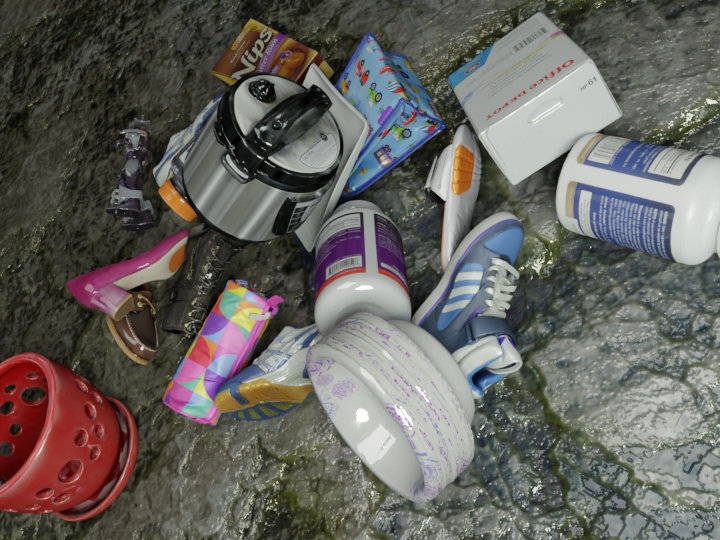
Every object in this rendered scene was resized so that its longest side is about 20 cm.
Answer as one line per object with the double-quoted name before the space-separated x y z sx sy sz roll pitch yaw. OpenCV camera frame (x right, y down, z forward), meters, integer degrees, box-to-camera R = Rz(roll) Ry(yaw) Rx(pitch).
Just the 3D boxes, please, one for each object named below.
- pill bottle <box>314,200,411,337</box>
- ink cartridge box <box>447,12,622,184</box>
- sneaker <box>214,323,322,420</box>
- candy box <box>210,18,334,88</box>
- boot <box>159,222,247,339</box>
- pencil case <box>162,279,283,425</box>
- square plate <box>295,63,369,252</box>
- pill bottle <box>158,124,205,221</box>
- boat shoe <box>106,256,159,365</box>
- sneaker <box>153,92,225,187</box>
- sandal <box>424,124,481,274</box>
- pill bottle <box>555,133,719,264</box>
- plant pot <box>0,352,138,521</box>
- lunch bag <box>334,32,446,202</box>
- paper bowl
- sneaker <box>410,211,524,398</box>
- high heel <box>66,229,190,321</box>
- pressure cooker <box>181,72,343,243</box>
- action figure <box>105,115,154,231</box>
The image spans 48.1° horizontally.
"pill bottle" 0.000 0.000 0.983 0.112 0.113 0.201 -28 32 18
"ink cartridge box" 0.199 -0.208 0.959 0.144 0.085 0.201 -33 28 14
"sneaker" -0.094 0.121 1.025 0.199 0.075 0.089 -23 46 11
"candy box" -0.146 -0.321 1.305 0.117 0.056 0.200 -53 49 -1
"boot" -0.215 0.015 1.156 0.199 0.069 0.176 -13 57 52
"pencil case" -0.185 0.109 1.086 0.088 0.088 0.201 22 81 39
"square plate" -0.061 -0.159 1.130 0.198 0.028 0.201 54 127 46
"pill bottle" -0.217 -0.168 1.236 0.200 0.106 0.106 -44 50 6
"boat shoe" -0.345 0.054 1.224 0.070 0.070 0.200 -43 51 7
"sneaker" -0.271 -0.216 1.317 0.088 0.075 0.201 34 86 40
"sandal" 0.105 -0.087 1.002 0.059 0.079 0.208 -2 67 29
"pill bottle" 0.315 -0.071 0.836 0.199 0.111 0.112 22 78 39
"plant pot" -0.421 0.234 1.105 0.199 0.182 0.202 -15 59 26
"lunch bag" 0.000 -0.199 1.139 0.200 0.094 0.151 -44 49 26
"paper bowl" 0.041 0.134 0.855 0.104 0.202 0.200 -37 46 -24
"sneaker" 0.150 0.047 0.893 0.201 0.080 0.146 -53 43 4
"high heel" -0.339 -0.012 1.210 0.095 0.068 0.200 30 57 13
"pressure cooker" -0.121 -0.151 1.033 0.200 0.177 0.177 -44 46 43
"action figure" -0.378 -0.170 1.341 0.069 0.130 0.202 -2 62 -6
